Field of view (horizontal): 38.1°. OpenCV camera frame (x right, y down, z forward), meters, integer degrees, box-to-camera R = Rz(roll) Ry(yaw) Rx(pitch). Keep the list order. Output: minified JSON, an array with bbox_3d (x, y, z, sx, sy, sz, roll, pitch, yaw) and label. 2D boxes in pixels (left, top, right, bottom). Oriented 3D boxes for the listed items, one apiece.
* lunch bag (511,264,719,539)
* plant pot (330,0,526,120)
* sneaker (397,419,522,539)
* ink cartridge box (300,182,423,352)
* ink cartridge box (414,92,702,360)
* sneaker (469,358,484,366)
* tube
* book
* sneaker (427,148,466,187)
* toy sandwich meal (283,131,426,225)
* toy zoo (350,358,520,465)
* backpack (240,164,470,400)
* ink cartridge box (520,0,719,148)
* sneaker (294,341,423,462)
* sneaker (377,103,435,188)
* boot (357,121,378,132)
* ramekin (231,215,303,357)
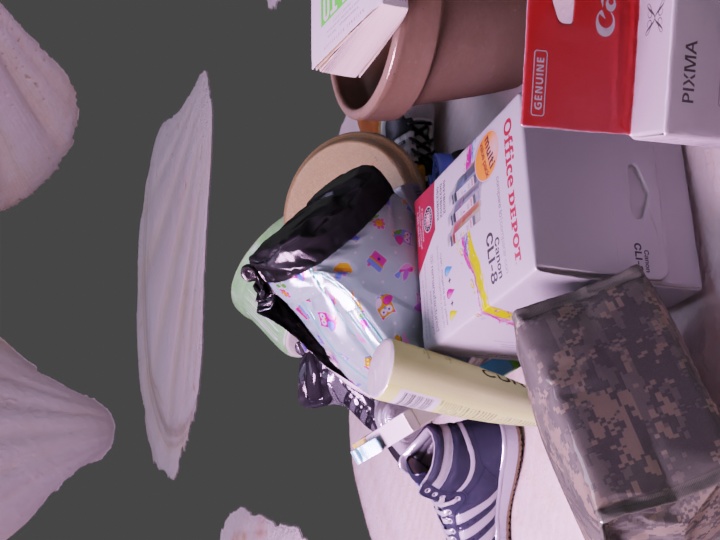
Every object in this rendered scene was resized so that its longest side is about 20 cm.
[{"bbox_3d":[0.190,0.126,0.740,0.201,0.116,0.165,69,-178,-55],"label":"lunch bag"},{"bbox_3d":[0.078,-0.237,1.001,0.200,0.173,0.203,-178,90,-69],"label":"plant pot"},{"bbox_3d":[0.090,0.238,1.020,0.070,0.107,0.202,-147,61,-67],"label":"sneaker"},{"bbox_3d":[0.000,0.000,1.070,0.199,0.039,0.100,-30,81,34],"label":"ink cartridge box"},{"bbox_3d":[0.148,-0.025,0.833,0.200,0.143,0.147,135,137,-60],"label":"ink cartridge box"},{"bbox_3d":[0.082,0.058,1.102,0.200,0.076,0.112,125,140,-56],"label":"sneaker"},{"bbox_3d":[0.104,0.105,0.875,0.058,0.198,0.052,-100,32,-55],"label":"tube"},{"bbox_3d":[0.000,-0.292,0.918,0.133,0.048,0.202,147,124,-61],"label":"book"},{"bbox_3d":[0.110,-0.077,1.067,0.200,0.077,0.071,86,-179,-84],"label":"sneaker"},{"bbox_3d":[0.002,-0.049,1.145,0.203,0.070,0.208,-2,86,31],"label":"toy sandwich meal"},{"bbox_3d":[0.071,0.125,0.969,0.021,0.199,0.131,59,152,8],"label":"toy zoo"},{"bbox_3d":[0.013,0.024,0.943,0.201,0.167,0.126,55,152,-13],"label":"backpack"},{"bbox_3d":[0.196,-0.187,0.681,0.045,0.174,0.203,-170,82,-69],"label":"ink cartridge box"},{"bbox_3d":[-0.001,0.150,1.203,0.113,0.075,0.201,-28,92,36],"label":"sneaker"},{"bbox_3d":[0.066,-0.122,1.195,0.087,0.075,0.202,28,117,49],"label":"sneaker"},{"bbox_3d":[0.029,-0.288,1.330,0.201,0.068,0.190,111,146,-56],"label":"boot"},{"bbox_3d":[-0.053,0.014,1.298,0.098,0.199,0.201,47,138,25],"label":"ramekin"}]
